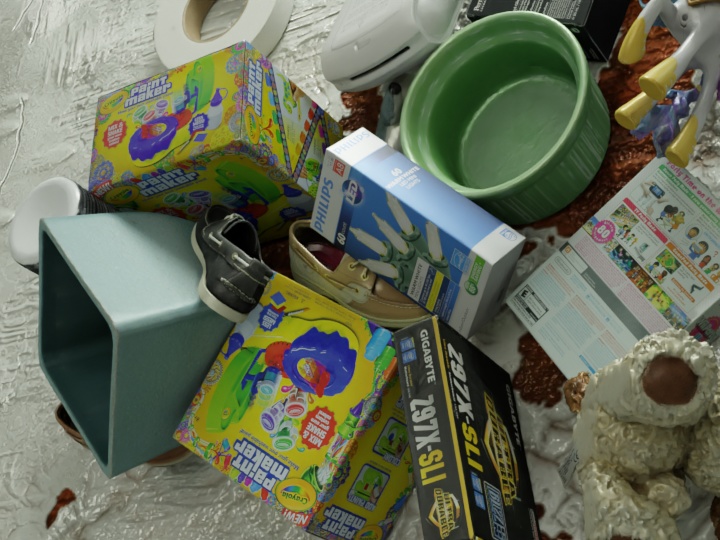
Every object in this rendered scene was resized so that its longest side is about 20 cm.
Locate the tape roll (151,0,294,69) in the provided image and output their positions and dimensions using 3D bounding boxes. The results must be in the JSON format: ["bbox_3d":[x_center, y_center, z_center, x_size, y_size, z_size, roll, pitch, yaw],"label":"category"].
[{"bbox_3d":[-0.174,-0.325,1.560,0.201,0.037,0.204,-15,61,28],"label":"tape roll"}]

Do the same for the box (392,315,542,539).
[{"bbox_3d":[0.096,0.159,1.064,0.049,0.160,0.201,-22,56,23],"label":"box"}]

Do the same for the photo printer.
[{"bbox_3d":[0.043,-0.284,1.323,0.166,0.069,0.201,-19,41,47],"label":"photo printer"}]

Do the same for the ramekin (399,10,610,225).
[{"bbox_3d":[0.147,-0.143,1.215,0.199,0.098,0.202,-15,60,28],"label":"ramekin"}]

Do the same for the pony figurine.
[{"bbox_3d":[0.301,-0.194,1.065,0.166,0.193,0.201,26,75,37],"label":"pony figurine"}]

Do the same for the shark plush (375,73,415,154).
[{"bbox_3d":[0.035,-0.112,1.323,0.083,0.090,0.202,20,100,58],"label":"shark plush"}]

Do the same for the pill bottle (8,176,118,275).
[{"bbox_3d":[-0.285,-0.013,1.377,0.106,0.200,0.107,-17,56,27],"label":"pill bottle"}]

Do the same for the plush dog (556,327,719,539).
[{"bbox_3d":[0.261,0.130,0.978,0.161,0.170,0.202,-114,31,-72],"label":"plush dog"}]

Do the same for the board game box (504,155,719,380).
[{"bbox_3d":[0.248,0.015,1.093,0.200,0.064,0.148,-44,52,11],"label":"board game box"}]

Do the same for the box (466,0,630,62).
[{"bbox_3d":[0.214,-0.325,1.271,0.140,0.079,0.201,15,77,35],"label":"box"}]

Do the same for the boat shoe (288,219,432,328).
[{"bbox_3d":[0.000,0.000,1.250,0.199,0.067,0.074,18,50,35],"label":"boat shoe"}]

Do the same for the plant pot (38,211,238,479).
[{"bbox_3d":[-0.204,0.056,1.277,0.196,0.199,0.198,46,139,40],"label":"plant pot"}]

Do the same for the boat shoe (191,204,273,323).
[{"bbox_3d":[-0.121,-0.021,1.211,0.068,0.071,0.200,-57,21,16],"label":"boat shoe"}]

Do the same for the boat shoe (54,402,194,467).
[{"bbox_3d":[-0.255,0.169,1.352,0.199,0.072,0.076,-5,65,32],"label":"boat shoe"}]

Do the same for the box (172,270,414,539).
[{"bbox_3d":[-0.039,0.135,1.192,0.199,0.122,0.194,25,83,40],"label":"box"}]

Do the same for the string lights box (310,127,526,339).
[{"bbox_3d":[0.050,-0.037,1.172,0.199,0.103,0.059,36,47,21],"label":"string lights box"}]

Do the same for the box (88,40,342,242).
[{"bbox_3d":[-0.152,-0.122,1.336,0.199,0.192,0.123,-15,60,28],"label":"box"}]
